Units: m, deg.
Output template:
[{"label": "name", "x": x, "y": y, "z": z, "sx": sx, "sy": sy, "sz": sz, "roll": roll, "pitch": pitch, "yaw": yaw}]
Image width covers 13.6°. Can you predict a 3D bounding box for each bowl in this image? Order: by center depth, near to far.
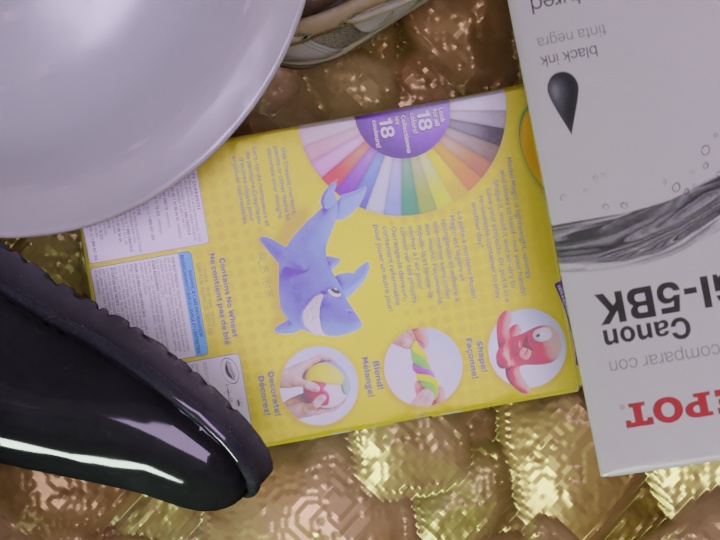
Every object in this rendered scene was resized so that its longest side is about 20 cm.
[{"label": "bowl", "x": -0.122, "y": -0.119, "z": 1.032, "sx": 0.200, "sy": 0.090, "sz": 0.202, "roll": -13, "pitch": 118, "yaw": -27}]

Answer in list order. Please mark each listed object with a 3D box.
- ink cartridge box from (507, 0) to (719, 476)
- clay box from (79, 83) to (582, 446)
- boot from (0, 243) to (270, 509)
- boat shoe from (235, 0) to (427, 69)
[{"label": "ink cartridge box", "x": 0.140, "y": -0.039, "z": 1.033, "sx": 0.146, "sy": 0.083, "sz": 0.201, "roll": -11, "pitch": 92, "yaw": 23}, {"label": "clay box", "x": 0.000, "y": 0.000, "z": 1.114, "sx": 0.199, "sy": 0.048, "sz": 0.116, "roll": -10, "pitch": 92, "yaw": -2}, {"label": "boot", "x": -0.151, "y": 0.096, "z": 1.025, "sx": 0.164, "sy": 0.066, "sz": 0.200, "roll": 32, "pitch": 69, "yaw": 17}, {"label": "boat shoe", "x": 0.037, "y": -0.146, "z": 1.106, "sx": 0.200, "sy": 0.063, "sz": 0.073, "roll": -33, "pitch": 92, "yaw": -1}]
